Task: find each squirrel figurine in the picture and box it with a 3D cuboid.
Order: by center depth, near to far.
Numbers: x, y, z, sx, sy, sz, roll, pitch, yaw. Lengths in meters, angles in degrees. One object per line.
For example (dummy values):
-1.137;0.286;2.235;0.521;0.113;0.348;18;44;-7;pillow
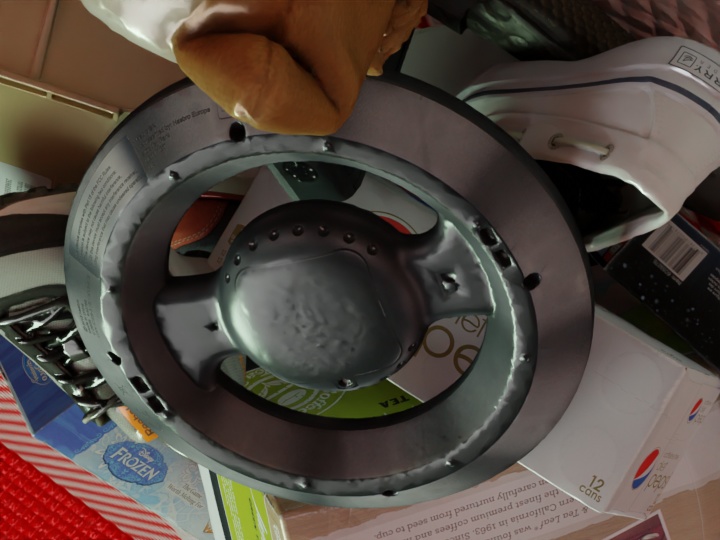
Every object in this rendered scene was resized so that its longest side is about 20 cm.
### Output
-0.008;-0.151;0.891;0.141;0.187;0.200;32;-167;26;squirrel figurine

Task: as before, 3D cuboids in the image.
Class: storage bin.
-0.162;-0.085;1.113;0.198;0.094;0.200;18;156;-4;storage bin

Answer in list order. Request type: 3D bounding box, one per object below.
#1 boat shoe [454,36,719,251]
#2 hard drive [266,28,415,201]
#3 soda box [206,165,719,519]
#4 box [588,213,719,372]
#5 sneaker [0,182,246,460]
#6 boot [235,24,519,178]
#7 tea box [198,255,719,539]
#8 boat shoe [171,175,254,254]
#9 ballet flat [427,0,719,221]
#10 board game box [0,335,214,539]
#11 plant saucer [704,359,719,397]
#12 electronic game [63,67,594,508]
0.070;-0.039;1.045;0.074;0.067;0.200;38;158;-11;boat shoe
-0.037;-0.139;1.030;0.033;0.140;0.200;0;146;30;hard drive
0.041;0.021;1.107;0.200;0.068;0.064;32;-175;22;soda box
0.177;0.041;1.152;0.200;0.038;0.137;41;-176;-7;box
-0.102;0.021;1.102;0.074;0.079;0.200;-16;154;27;sneaker
0.039;-0.061;1.228;0.200;0.074;0.096;-2;168;44;boot
0.041;0.091;1.238;0.197;0.200;0.134;-130;26;-60;tea box
0.000;0.000;1.214;0.200;0.063;0.071;7;164;17;boat shoe
0.094;-0.084;1.073;0.200;0.046;0.067;36;159;-6;ballet flat
-0.141;0.040;1.479;0.199;0.043;0.200;42;-166;-53;board game box
0.162;0.079;1.379;0.200;0.050;0.200;37;166;11;plant saucer
-0.013;0.008;1.024;0.200;0.042;0.200;6;126;8;electronic game
